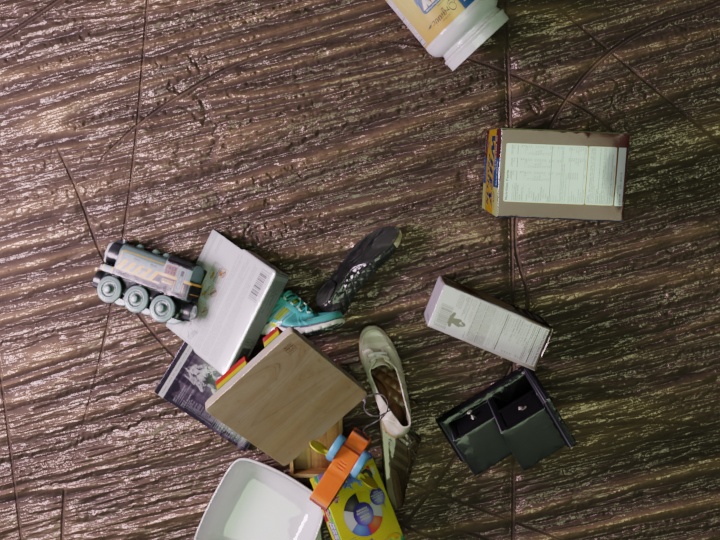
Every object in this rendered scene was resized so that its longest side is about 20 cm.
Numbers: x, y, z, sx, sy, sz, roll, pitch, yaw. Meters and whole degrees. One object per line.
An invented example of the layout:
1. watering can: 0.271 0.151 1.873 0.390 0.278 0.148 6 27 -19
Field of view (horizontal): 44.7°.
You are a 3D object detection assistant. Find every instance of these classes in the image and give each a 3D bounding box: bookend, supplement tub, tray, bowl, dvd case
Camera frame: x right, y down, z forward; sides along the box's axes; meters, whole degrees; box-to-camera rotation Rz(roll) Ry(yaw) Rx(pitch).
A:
1. bookend: 0.239 0.271 1.481 0.198 0.199 0.093 -32 98 7
2. supplement tub: 0.130 -0.440 1.411 0.144 0.145 0.200 -41 95 7
3. tray: -0.080 0.268 1.573 0.097 0.037 0.204 -1 99 2
4. bowl: -0.174 0.453 1.559 0.198 0.075 0.202 26 83 7
5. dvd case: -0.252 0.211 1.579 0.198 0.016 0.150 33 98 -3

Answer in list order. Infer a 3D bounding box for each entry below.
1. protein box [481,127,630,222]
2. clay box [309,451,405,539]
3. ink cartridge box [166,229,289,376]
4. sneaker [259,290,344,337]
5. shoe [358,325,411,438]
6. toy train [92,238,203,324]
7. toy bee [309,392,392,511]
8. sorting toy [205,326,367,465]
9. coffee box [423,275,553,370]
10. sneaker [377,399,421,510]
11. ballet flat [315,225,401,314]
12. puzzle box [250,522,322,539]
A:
1. protein box: 0.308 -0.157 1.418 0.196 0.199 0.138 3 98 1
2. clay box: 0.002 0.434 1.523 0.113 0.048 0.203 -18 79 -28
3. ink cartridge box: -0.234 0.056 1.525 0.173 0.043 0.202 32 98 34
4. sneaker: -0.122 0.074 1.510 0.197 0.077 0.081 1 87 23
5. shoe: 0.048 0.187 1.520 0.069 0.053 0.203 -15 75 -11
6. toy train: -0.366 0.020 1.519 0.197 0.085 0.116 18 86 12
7. toy bee: -0.010 0.317 1.489 0.199 0.109 0.132 -36 77 -6
8. sorting toy: -0.127 0.201 1.478 0.200 0.070 0.199 -41 123 10
9. coffee box: 0.215 0.088 1.499 0.197 0.114 0.081 22 98 -3
10. sneaker: 0.075 0.327 1.559 0.074 0.070 0.204 -6 99 -2
11. ballet flat: 0.000 0.000 1.532 0.200 0.067 0.057 -46 134 8
12. puzzle box: -0.129 0.557 1.620 0.130 0.025 0.204 -4 98 3
